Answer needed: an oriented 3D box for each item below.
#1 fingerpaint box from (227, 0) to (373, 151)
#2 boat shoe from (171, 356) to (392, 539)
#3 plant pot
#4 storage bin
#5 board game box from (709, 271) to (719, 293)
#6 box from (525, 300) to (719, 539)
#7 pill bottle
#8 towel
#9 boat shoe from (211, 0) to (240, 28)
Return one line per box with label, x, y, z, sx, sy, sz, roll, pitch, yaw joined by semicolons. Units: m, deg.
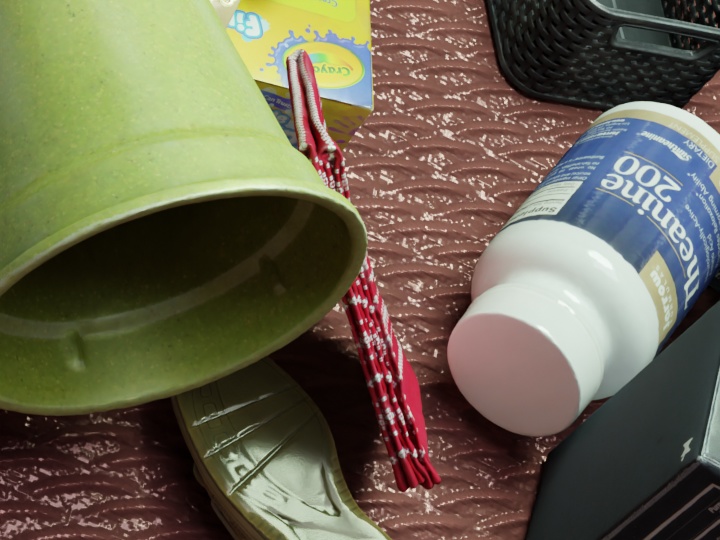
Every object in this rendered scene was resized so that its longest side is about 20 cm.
fingerpaint box;-0.098;-0.158;1.627;0.199;0.073;0.168;13;54;-22
boat shoe;-0.034;0.126;1.500;0.073;0.063;0.201;-31;72;-29
plant pot;-0.120;-0.060;1.390;0.199;0.201;0.185;-4;60;-34
storage bin;0.150;-0.206;1.803;0.134;0.094;0.201;8;58;-28
board game box;0.293;0.003;1.795;0.200;0.028;0.135;38;50;-4
box;0.215;0.138;1.542;0.198;0.200;0.124;28;50;-14
pill bottle;0.130;0.001;1.639;0.111;0.111;0.200;42;48;-1
towel;0.000;0.000;1.504;0.022;0.201;0.145;-16;23;2
boat shoe;-0.055;-0.185;1.578;0.069;0.074;0.200;40;57;-4
